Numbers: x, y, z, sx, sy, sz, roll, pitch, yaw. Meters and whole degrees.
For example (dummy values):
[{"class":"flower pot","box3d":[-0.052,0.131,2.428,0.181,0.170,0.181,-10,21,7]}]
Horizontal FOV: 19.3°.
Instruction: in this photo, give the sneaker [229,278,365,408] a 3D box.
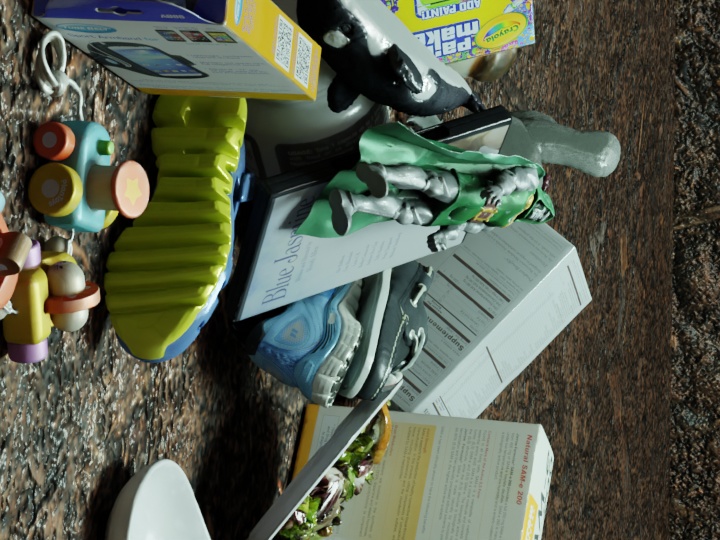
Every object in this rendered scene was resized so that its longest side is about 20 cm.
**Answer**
[{"class":"sneaker","box3d":[-0.050,0.028,1.559,0.200,0.090,0.078,-99,-147,-74]}]

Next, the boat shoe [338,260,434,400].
[{"class":"boat shoe","box3d":[0.024,0.039,1.591,0.076,0.060,0.200,-56,-168,31]}]

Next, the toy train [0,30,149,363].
[{"class":"toy train","box3d":[-0.171,-0.034,1.176,0.150,0.056,0.200,78,23,-44]}]

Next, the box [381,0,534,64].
[{"class":"box","box3d":[0.035,-0.277,1.544,0.200,0.122,0.193,-120,-161,-55]}]

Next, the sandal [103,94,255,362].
[{"class":"sandal","box3d":[-0.108,-0.024,1.364,0.087,0.079,0.200,77,25,-56]}]

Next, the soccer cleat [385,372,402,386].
[{"class":"soccer cleat","box3d":[0.000,0.000,1.711,0.069,0.085,0.200,-20,114,-72]}]

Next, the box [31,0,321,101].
[{"class":"box","box3d":[-0.108,-0.144,1.251,0.200,0.119,0.042,38,58,-71]}]

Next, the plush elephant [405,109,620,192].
[{"class":"plush elephant","box3d":[0.115,-0.073,1.993,0.165,0.200,0.155,-63,178,-24]}]

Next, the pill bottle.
[{"class":"pill bottle","box3d":[-0.034,-0.101,1.519,0.200,0.114,0.114,78,23,-45]}]

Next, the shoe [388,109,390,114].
[{"class":"shoe","box3d":[0.018,-0.082,1.808,0.070,0.053,0.200,-50,141,-63]}]

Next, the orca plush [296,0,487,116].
[{"class":"orca plush","box3d":[0.004,-0.138,1.424,0.105,0.071,0.200,59,17,18]}]

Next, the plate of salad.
[{"class":"plate of salad","box3d":[-0.025,0.164,1.578,0.200,0.048,0.200,-50,177,-3]}]

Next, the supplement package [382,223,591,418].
[{"class":"supplement package","box3d":[0.085,0.041,1.807,0.200,0.110,0.114,-44,153,-9]}]

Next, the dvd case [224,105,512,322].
[{"class":"dvd case","box3d":[0.005,-0.039,1.473,0.200,0.018,0.143,-19,150,-28]}]

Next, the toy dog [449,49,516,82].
[{"class":"toy dog","box3d":[0.090,-0.257,1.869,0.194,0.139,0.200,-60,152,-31]}]

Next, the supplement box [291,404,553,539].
[{"class":"supplement box","box3d":[0.047,0.185,1.714,0.074,0.200,0.126,64,35,-60]}]

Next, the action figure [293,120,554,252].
[{"class":"action figure","box3d":[0.064,-0.050,1.440,0.200,0.118,0.055,0,58,-45]}]

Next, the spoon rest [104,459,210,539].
[{"class":"spoon rest","box3d":[-0.121,0.205,1.400,0.200,0.061,0.099,77,23,-47]}]
